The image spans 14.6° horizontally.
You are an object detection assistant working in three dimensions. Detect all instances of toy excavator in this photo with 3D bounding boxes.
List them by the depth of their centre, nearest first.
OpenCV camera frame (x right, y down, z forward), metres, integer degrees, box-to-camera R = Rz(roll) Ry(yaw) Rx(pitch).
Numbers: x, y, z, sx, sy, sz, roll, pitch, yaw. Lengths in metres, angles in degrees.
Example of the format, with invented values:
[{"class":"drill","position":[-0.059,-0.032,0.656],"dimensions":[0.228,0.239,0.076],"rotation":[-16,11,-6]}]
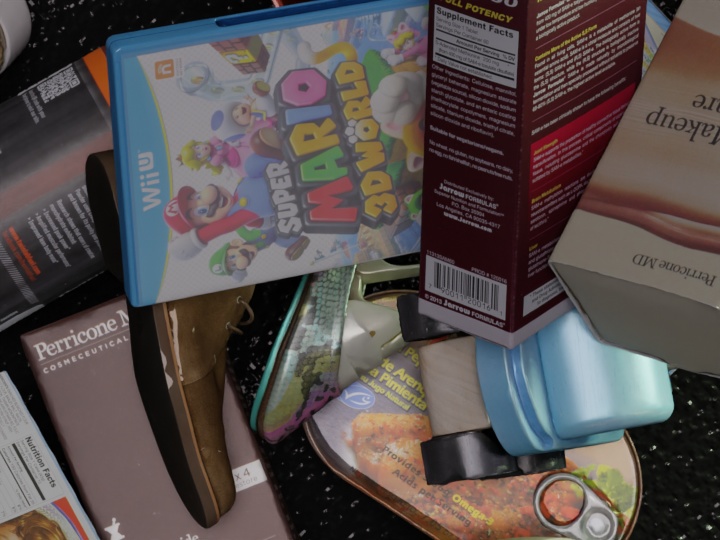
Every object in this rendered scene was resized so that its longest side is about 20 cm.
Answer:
[{"class":"toy excavator","position":[0.145,0.046,1.447],"dimensions":[0.200,0.194,0.100],"rotation":[-11,85,27]}]

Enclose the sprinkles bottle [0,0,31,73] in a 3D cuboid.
[{"class":"sprinkles bottle","position":[-0.249,-0.087,1.455],"dimensions":[0.068,0.068,0.200],"rotation":[35,47,2]}]

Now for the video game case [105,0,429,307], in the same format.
[{"class":"video game case","position":[-0.022,-0.064,1.371],"dimensions":[0.199,0.018,0.143],"rotation":[-11,123,-15]}]

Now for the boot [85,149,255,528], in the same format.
[{"class":"boot","position":[-0.081,0.031,1.432],"dimensions":[0.075,0.074,0.201],"rotation":[-14,98,-21]}]

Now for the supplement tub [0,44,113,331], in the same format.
[{"class":"supplement tub","position":[-0.149,-0.052,1.491],"dimensions":[0.200,0.107,0.107],"rotation":[-29,87,-2]}]

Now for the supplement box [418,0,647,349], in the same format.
[{"class":"supplement box","position":[0.083,-0.076,1.348],"dimensions":[0.061,0.109,0.200],"rotation":[22,124,32]}]

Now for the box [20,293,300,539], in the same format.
[{"class":"box","position":[-0.098,0.109,1.500],"dimensions":[0.100,0.075,0.200],"rotation":[-22,85,-1]}]

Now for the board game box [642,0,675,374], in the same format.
[{"class":"board game box","position":[0.146,-0.060,1.529],"dimensions":[0.134,0.034,0.200],"rotation":[-42,88,-3]}]

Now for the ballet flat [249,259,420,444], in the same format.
[{"class":"ballet flat","position":[0.000,0.000,1.479],"dimensions":[0.071,0.069,0.200],"rotation":[14,74,5]}]

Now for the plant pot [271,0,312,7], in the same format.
[{"class":"plant pot","position":[0.021,-0.217,1.468],"dimensions":[0.199,0.176,0.200],"rotation":[-27,88,-2]}]

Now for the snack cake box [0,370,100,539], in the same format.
[{"class":"snack cake box","position":[-0.193,0.165,1.453],"dimensions":[0.115,0.067,0.200],"rotation":[-21,68,-28]}]

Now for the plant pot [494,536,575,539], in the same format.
[{"class":"plant pot","position":[0.042,0.233,1.451],"dimensions":[0.134,0.200,0.201],"rotation":[2,86,38]}]

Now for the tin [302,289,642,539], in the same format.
[{"class":"tin","position":[0.059,0.091,1.519],"dimensions":[0.200,0.042,0.112],"rotation":[34,91,2]}]

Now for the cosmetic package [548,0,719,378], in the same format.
[{"class":"cosmetic package","position":[0.185,-0.056,1.363],"dimensions":[0.103,0.087,0.200],"rotation":[15,68,32]}]
